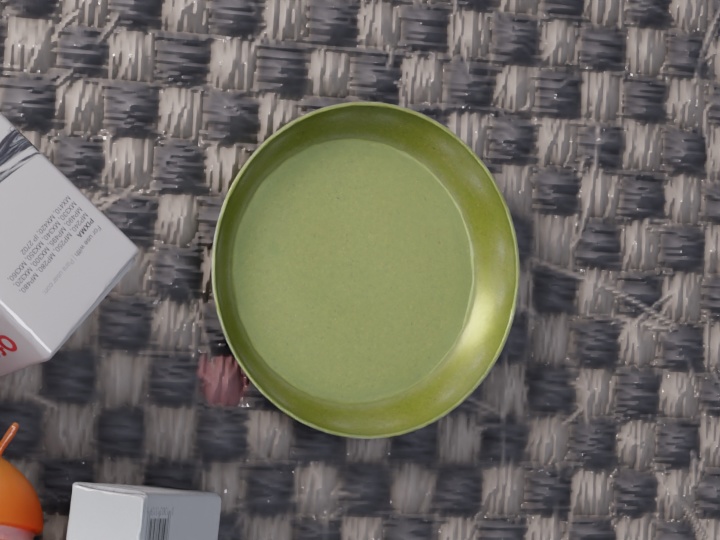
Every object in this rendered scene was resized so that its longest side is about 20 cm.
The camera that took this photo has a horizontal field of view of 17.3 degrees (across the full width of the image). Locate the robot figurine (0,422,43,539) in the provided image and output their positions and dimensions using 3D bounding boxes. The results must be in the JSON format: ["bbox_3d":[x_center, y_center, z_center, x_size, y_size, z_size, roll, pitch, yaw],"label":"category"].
[{"bbox_3d":[-0.226,0.179,1.257,0.116,0.144,0.201,13,74,-40],"label":"robot figurine"}]

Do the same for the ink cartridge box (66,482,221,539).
[{"bbox_3d":[-0.121,0.203,1.269,0.043,0.200,0.174,6,85,8],"label":"ink cartridge box"}]

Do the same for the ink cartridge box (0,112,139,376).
[{"bbox_3d":[-0.236,-0.037,1.245,0.200,0.145,0.084,46,61,-16],"label":"ink cartridge box"}]

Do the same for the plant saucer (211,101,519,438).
[{"bbox_3d":[0.000,0.000,1.413,0.200,0.031,0.201,1,89,-24],"label":"plant saucer"}]
